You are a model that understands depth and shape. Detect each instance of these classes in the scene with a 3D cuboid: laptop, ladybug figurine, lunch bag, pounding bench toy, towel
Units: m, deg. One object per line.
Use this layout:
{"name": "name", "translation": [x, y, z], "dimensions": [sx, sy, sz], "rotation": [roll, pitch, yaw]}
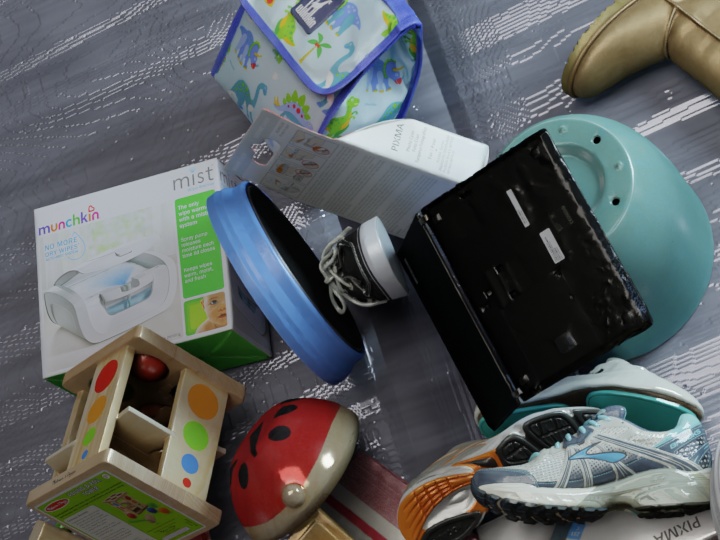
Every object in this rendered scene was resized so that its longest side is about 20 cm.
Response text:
{"name": "laptop", "translation": [0.127, 0.013, 1.483], "dimensions": [0.199, 0.103, 0.178], "rotation": [-33, 78, 23]}
{"name": "ladybug figurine", "translation": [-0.062, 0.162, 1.554], "dimensions": [0.072, 0.200, 0.136], "rotation": [41, 91, -6]}
{"name": "lunch bag", "translation": [-0.032, -0.205, 1.683], "dimensions": [0.170, 0.127, 0.201], "rotation": [53, 131, 27]}
{"name": "pounding bench toy", "translation": [-0.217, 0.161, 1.627], "dimensions": [0.199, 0.124, 0.157], "rotation": [-31, 38, 41]}
{"name": "towel", "translation": [-0.003, 0.277, 1.582], "dimensions": [0.144, 0.023, 0.201], "rotation": [34, 86, 27]}

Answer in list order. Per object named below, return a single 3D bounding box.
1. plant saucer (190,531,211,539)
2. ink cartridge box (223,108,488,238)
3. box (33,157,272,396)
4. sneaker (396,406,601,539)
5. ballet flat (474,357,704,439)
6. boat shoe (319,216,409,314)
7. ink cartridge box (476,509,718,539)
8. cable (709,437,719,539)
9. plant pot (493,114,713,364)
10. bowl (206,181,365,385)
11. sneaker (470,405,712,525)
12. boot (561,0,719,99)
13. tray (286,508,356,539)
{"name": "plant saucer", "translation": [-0.189, 0.354, 1.609], "dimensions": [0.198, 0.037, 0.201], "rotation": [-26, 62, 13]}
{"name": "ink cartridge box", "translation": [-0.006, -0.096, 1.593], "dimensions": [0.198, 0.160, 0.048], "rotation": [20, 69, -10]}
{"name": "box", "translation": [-0.196, 0.011, 1.723], "dimensions": [0.198, 0.097, 0.178], "rotation": [-14, 67, 17]}
{"name": "sneaker", "translation": [0.119, 0.160, 1.531], "dimensions": [0.198, 0.092, 0.076], "rotation": [-23, 102, 2]}
{"name": "ballet flat", "translation": [0.194, 0.104, 1.555], "dimensions": [0.198, 0.069, 0.070], "rotation": [-5, 67, 20]}
{"name": "boat shoe", "translation": [-0.001, -0.003, 1.594], "dimensions": [0.068, 0.199, 0.074], "rotation": [-22, 93, 0]}
{"name": "ink cartridge box", "translation": [0.216, 0.253, 1.492], "dimensions": [0.199, 0.045, 0.177], "rotation": [-27, 61, 10]}
{"name": "cable", "translation": [0.363, 0.181, 1.404], "dimensions": [0.200, 0.069, 0.200], "rotation": [39, 59, 12]}
{"name": "plant pot", "translation": [0.188, -0.040, 1.554], "dimensions": [0.199, 0.161, 0.203], "rotation": [-8, 67, 19]}
{"name": "bowl", "translation": [-0.062, 0.007, 1.610], "dimensions": [0.039, 0.201, 0.201], "rotation": [-34, 61, 7]}
{"name": "sneaker", "translation": [0.186, 0.156, 1.465], "dimensions": [0.198, 0.078, 0.087], "rotation": [-2, 71, 0]}
{"name": "boot", "translation": [0.301, -0.176, 1.620], "dimensions": [0.175, 0.066, 0.200], "rotation": [-47, 62, -1]}
{"name": "tray", "translation": [0.006, 0.300, 1.518], "dimensions": [0.200, 0.037, 0.099], "rotation": [40, 87, 8]}
